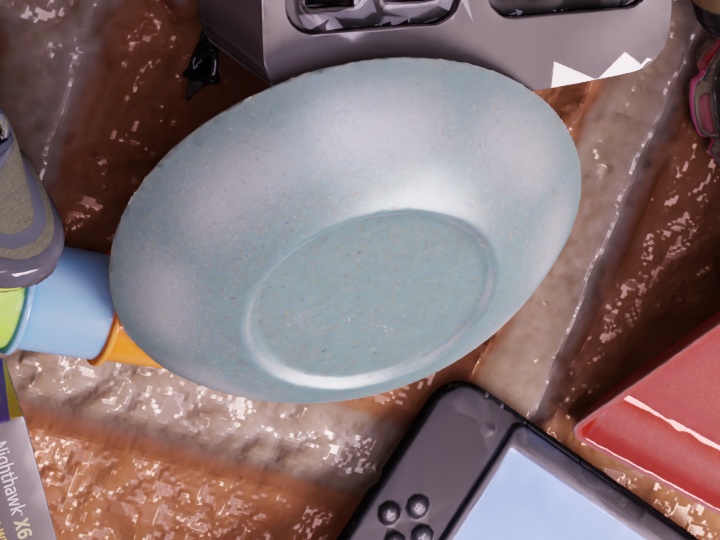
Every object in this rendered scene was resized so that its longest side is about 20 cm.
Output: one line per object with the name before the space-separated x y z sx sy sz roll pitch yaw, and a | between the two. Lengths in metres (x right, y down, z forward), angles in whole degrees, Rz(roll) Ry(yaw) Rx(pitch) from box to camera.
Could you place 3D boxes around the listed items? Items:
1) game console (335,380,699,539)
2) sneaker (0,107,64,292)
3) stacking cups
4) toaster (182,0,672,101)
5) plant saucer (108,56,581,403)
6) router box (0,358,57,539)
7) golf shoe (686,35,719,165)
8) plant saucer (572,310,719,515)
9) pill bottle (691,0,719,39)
game console | 0.086 0.175 1.017 0.200 0.116 0.176 36 83 -16
sneaker | -0.172 -0.078 0.875 0.074 0.081 0.200 -46 114 -39
stacking cups | -0.129 0.017 0.957 0.200 0.061 0.061 14 103 -23
toaster | 0.024 -0.159 0.911 0.181 0.119 0.200 -5 110 -15
plant saucer | 0.000 0.000 0.915 0.201 0.039 0.201 -12 141 -10
router box | -0.202 0.151 0.965 0.157 0.052 0.200 -17 122 -11
golf shoe | 0.217 -0.018 1.035 0.073 0.092 0.200 -35 116 -6
plant saucer | 0.235 0.058 1.050 0.200 0.037 0.200 29 134 -23
pill bottle | 0.178 -0.205 0.948 0.112 0.112 0.200 -19 112 -10
